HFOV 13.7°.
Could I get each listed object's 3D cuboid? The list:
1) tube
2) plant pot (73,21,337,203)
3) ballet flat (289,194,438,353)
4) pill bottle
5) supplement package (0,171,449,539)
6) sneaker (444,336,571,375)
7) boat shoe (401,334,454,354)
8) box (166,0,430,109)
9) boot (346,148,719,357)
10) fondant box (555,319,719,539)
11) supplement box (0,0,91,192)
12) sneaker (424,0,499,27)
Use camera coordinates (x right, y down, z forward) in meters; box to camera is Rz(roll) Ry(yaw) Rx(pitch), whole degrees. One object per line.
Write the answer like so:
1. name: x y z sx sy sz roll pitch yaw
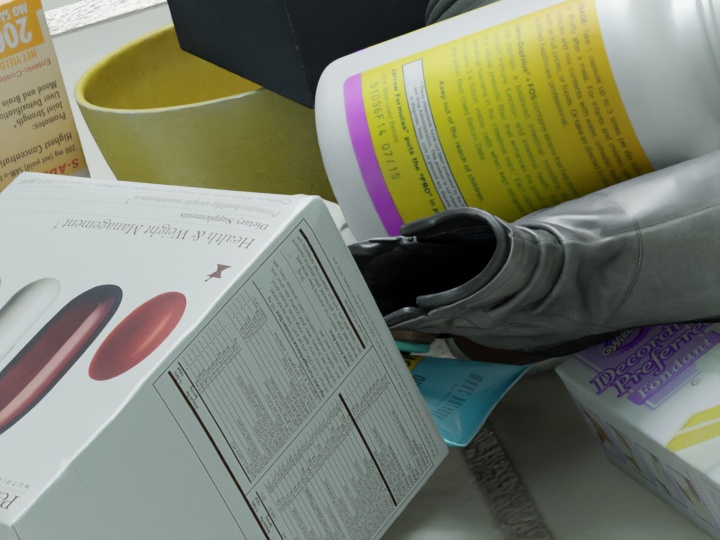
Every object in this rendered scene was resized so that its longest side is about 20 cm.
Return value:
1. tube: -0.024 0.059 1.380 0.200 0.050 0.077 2 32 29
2. plant pot: -0.042 -0.061 1.646 0.200 0.142 0.200 -14 19 5
3. ballet flat: -0.042 -0.001 1.394 0.200 0.069 0.068 3 -6 44
4. pill bottle: 0.088 -0.073 1.315 0.200 0.104 0.104 -18 18 18
5. supplement package: -0.111 0.079 1.240 0.191 0.147 0.200 5 43 43
6. sneaker: 0.122 0.000 1.503 0.200 0.073 0.085 -32 -11 -20
7. boat shoe: 0.005 0.003 1.458 0.202 0.075 0.075 -18 50 42
8. box: 0.005 -0.175 1.553 0.182 0.104 0.200 -20 20 -17
9. boot: 0.094 -0.007 1.236 0.200 0.070 0.132 -28 -22 36
10. fondant box: 0.186 0.046 1.251 0.144 0.058 0.200 -37 22 -8
11. supplement box: -0.220 -0.050 1.664 0.126 0.200 0.074 -24 24 -21
12. sneaker: 0.108 -0.128 1.408 0.200 0.071 0.099 -25 45 19
